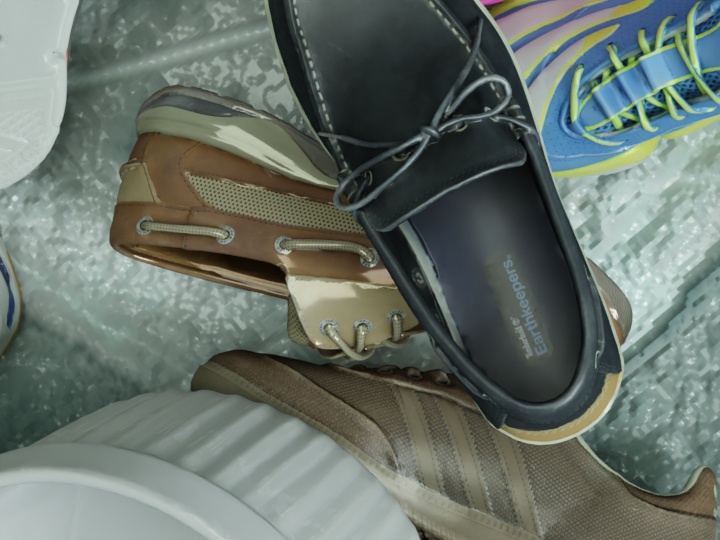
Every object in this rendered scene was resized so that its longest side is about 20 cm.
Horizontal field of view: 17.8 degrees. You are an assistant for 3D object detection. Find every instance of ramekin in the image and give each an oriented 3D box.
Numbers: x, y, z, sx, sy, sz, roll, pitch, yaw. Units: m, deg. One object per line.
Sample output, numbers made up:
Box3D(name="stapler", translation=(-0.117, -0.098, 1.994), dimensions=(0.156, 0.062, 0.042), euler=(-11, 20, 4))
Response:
Box3D(name="ramekin", translation=(-0.061, 0.136, 0.798), dimensions=(0.199, 0.105, 0.201), euler=(11, 116, 23))

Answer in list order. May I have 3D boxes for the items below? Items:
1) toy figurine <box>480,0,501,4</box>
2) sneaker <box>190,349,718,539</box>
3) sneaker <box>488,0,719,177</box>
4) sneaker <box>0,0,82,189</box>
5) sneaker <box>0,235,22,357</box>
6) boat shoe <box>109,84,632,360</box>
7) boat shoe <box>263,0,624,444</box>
Box3D(name="toy figurine", translation=(0.007, -0.179, 0.819), dimensions=(0.199, 0.150, 0.185), euler=(-14, 98, 29))
Box3D(name="sneaker", translation=(0.036, 0.069, 0.846), dimensions=(0.199, 0.071, 0.076), euler=(28, 68, 8))
Box3D(name="sneaker", translation=(0.113, -0.084, 0.805), dimensions=(0.199, 0.105, 0.076), euler=(-18, 88, 7))
Box3D(name="sneaker", translation=(-0.121, -0.130, 0.835), dimensions=(0.077, 0.082, 0.201), euler=(21, 109, -21))
Box3D(name="sneaker", translation=(-0.198, -0.048, 0.855), dimensions=(0.075, 0.088, 0.200), euler=(-37, 84, 8))
Box3D(name="boat shoe", translation=(0.000, 0.000, 0.832), dimensions=(0.199, 0.076, 0.072), euler=(21, 76, 17))
Box3D(name="boat shoe", translation=(0.028, -0.035, 0.763), dimensions=(0.074, 0.062, 0.201), euler=(-26, 85, 5))
